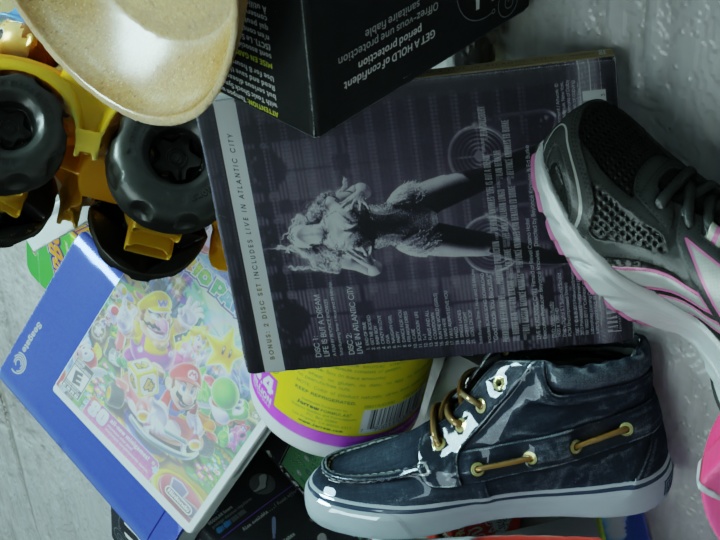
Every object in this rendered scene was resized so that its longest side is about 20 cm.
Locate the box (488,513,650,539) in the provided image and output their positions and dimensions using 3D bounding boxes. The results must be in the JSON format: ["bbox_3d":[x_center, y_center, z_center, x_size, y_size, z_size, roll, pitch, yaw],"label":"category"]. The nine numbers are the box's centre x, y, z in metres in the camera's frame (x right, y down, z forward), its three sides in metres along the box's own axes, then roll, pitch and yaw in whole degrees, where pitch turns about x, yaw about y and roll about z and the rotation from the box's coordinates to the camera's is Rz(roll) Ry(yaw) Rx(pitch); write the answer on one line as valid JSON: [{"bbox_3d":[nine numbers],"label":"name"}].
[{"bbox_3d":[0.076,0.211,0.854,0.198,0.048,0.123,-14,114,9],"label":"box"}]

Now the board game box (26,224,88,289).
[{"bbox_3d":[-0.193,0.022,1.172,0.199,0.030,0.096,38,142,22],"label":"board game box"}]

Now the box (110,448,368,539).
[{"bbox_3d":[-0.083,0.195,1.104,0.199,0.106,0.123,38,141,27],"label":"box"}]

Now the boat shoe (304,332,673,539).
[{"bbox_3d":[0.061,0.081,0.797,0.198,0.071,0.092,-7,112,10],"label":"boat shoe"}]

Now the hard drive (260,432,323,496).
[{"bbox_3d":[-0.064,0.055,1.023,0.200,0.038,0.140,47,146,15],"label":"hard drive"}]

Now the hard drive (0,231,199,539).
[{"bbox_3d":[-0.162,0.086,1.055,0.200,0.025,0.133,42,109,26],"label":"hard drive"}]

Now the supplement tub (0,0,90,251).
[{"bbox_3d":[-0.203,-0.128,0.949,0.144,0.144,0.201,-19,102,56],"label":"supplement tub"}]

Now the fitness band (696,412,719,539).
[{"bbox_3d":[0.224,0.080,0.613,0.143,0.038,0.201,28,136,-5],"label":"fitness band"}]

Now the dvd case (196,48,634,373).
[{"bbox_3d":[0.029,-0.024,0.733,0.197,0.016,0.150,-6,117,7],"label":"dvd case"}]

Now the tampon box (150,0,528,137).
[{"bbox_3d":[-0.018,-0.192,0.650,0.126,0.149,0.202,29,138,35],"label":"tampon box"}]

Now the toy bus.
[{"bbox_3d":[-0.139,-0.108,0.833,0.136,0.198,0.194,139,141,-70],"label":"toy bus"}]

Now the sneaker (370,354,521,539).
[{"bbox_3d":[0.046,0.145,0.893,0.067,0.108,0.203,31,139,33],"label":"sneaker"}]

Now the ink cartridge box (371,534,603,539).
[{"bbox_3d":[0.034,0.222,0.808,0.197,0.047,0.162,-2,115,7],"label":"ink cartridge box"}]

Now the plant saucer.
[{"bbox_3d":[-0.104,-0.159,0.619,0.199,0.035,0.202,34,141,33],"label":"plant saucer"}]

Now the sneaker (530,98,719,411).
[{"bbox_3d":[0.167,-0.005,0.654,0.200,0.080,0.086,44,142,-3],"label":"sneaker"}]

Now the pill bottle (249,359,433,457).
[{"bbox_3d":[0.000,0.000,0.824,0.104,0.104,0.202,36,134,28],"label":"pill bottle"}]

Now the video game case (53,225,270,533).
[{"bbox_3d":[-0.106,0.051,0.977,0.143,0.018,0.201,43,114,17],"label":"video game case"}]
